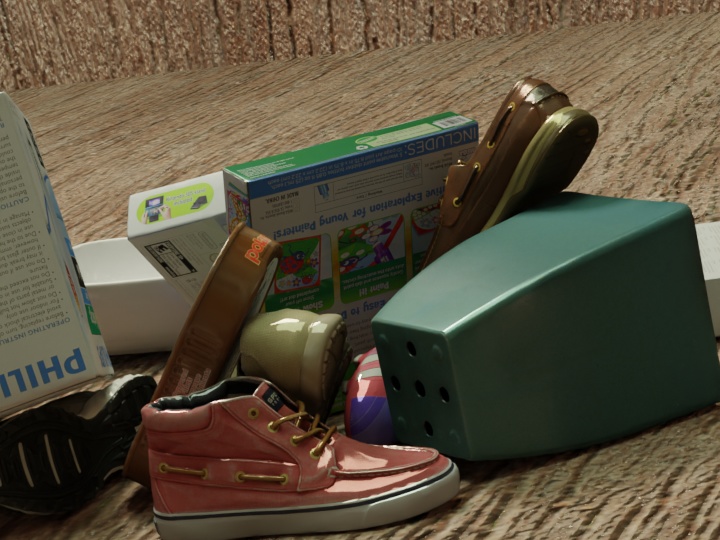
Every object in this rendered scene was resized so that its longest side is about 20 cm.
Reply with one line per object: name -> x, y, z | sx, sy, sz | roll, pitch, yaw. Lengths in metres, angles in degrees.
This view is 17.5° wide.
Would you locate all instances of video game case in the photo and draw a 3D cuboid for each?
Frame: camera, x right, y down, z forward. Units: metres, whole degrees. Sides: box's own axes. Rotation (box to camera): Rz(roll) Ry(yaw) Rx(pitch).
video game case -> -0.057, -0.013, 1.830 | 0.180, 0.046, 0.200 | -13, -34, 19

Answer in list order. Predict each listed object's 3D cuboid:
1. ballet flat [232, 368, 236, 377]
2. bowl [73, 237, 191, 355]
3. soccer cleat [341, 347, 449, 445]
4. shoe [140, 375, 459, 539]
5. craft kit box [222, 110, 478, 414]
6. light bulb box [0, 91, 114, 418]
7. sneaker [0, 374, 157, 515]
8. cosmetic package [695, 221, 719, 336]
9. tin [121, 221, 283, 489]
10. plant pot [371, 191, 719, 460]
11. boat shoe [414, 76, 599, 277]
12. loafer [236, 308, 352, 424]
ballet flat -> -0.012, 0.050, 1.817 | 0.199, 0.070, 0.069 | -14, 13, -24
bowl -> -0.164, 0.019, 2.028 | 0.198, 0.075, 0.200 | -5, 13, 0
soccer cleat -> 0.050, 0.079, 1.652 | 0.076, 0.067, 0.200 | 2, 13, 24
shoe -> -0.040, 0.114, 1.484 | 0.199, 0.092, 0.071 | -7, 12, 8
craft kit box -> 0.000, 0.000, 1.720 | 0.199, 0.199, 0.048 | -15, 22, -28
light bulb box -> -0.261, 0.000, 1.608 | 0.124, 0.201, 0.198 | -19, 0, -3
sneaker -> -0.213, 0.127, 1.629 | 0.079, 0.074, 0.200 | -13, 3, 29
cosmetic package -> 0.271, 0.006, 1.844 | 0.150, 0.052, 0.200 | -10, 12, 4
tin -> -0.105, 0.062, 1.569 | 0.042, 0.201, 0.112 | 28, 27, 5
plant pot -> 0.117, 0.048, 1.584 | 0.199, 0.142, 0.141 | -22, 17, -30
boat shoe -> 0.093, -0.050, 1.688 | 0.068, 0.200, 0.072 | 46, 27, 26
loafer -> -0.047, 0.065, 1.581 | 0.068, 0.076, 0.200 | 20, -20, 4
